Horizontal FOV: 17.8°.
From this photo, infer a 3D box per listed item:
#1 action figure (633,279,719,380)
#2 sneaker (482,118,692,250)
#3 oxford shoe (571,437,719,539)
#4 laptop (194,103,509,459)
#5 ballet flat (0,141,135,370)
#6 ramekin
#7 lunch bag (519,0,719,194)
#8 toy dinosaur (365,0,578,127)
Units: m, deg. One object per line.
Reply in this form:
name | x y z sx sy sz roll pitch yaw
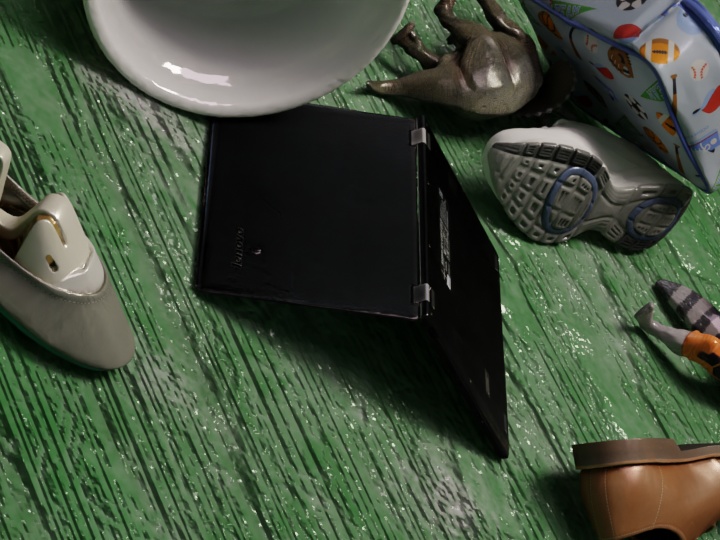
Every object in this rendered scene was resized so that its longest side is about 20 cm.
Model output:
action figure | 0.304 0.054 1.607 0.194 0.105 0.200 50 57 -1
sneaker | 0.145 -0.067 1.605 0.199 0.075 0.087 14 31 -49
oxford shoe | 0.200 0.142 1.439 0.199 0.071 0.072 4 78 -47
laptop | 0.000 0.000 1.406 0.188 0.115 0.201 -89 154 -48
ballet flat | -0.184 -0.028 1.178 0.200 0.064 0.068 41 33 -8
ramekin | -0.072 -0.201 1.382 0.199 0.201 0.098 25 30 -28
lunch bag | 0.198 -0.147 1.643 0.200 0.075 0.161 43 -9 48
toy dinosaur | 0.085 -0.141 1.598 0.102 0.077 0.199 50 29 20
